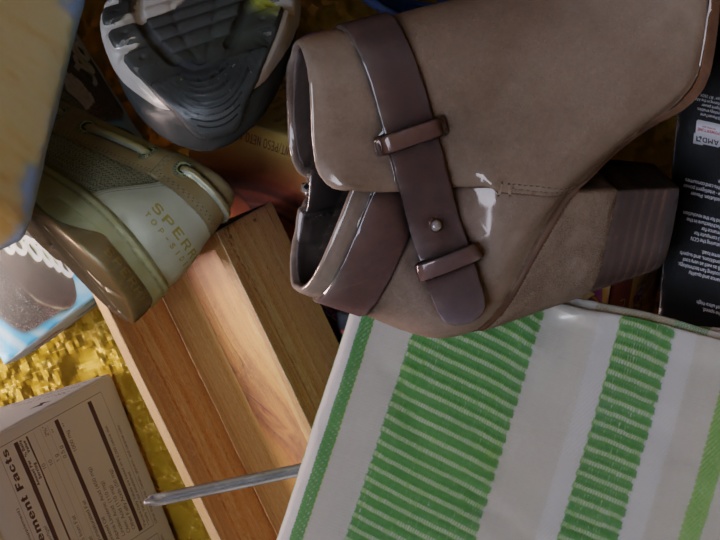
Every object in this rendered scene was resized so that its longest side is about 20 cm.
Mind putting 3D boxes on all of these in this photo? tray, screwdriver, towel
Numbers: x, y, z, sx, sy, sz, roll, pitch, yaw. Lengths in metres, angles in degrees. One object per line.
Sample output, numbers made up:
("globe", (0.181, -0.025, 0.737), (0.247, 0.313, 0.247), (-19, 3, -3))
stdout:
("tray", (-0.031, 0.079, 0.979), (0.098, 0.037, 0.201), (-19, 97, 50))
("screwdriver", (0.013, 0.069, 0.924), (0.198, 0.029, 0.028), (-12, 97, 11))
("towel", (0.074, 0.081, 0.876), (0.198, 0.023, 0.154), (14, 76, 19))

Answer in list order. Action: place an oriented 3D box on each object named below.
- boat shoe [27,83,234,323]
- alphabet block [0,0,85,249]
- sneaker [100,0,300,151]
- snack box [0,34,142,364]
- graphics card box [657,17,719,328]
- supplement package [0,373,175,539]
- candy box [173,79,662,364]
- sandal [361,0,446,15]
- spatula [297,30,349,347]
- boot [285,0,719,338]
("boat shoe", (-0.116, -0.045, 0.975), (0.073, 0.063, 0.200), (55, 170, -31))
("alphabet block", (-0.238, -0.116, 0.913), (0.196, 0.199, 0.197), (-17, 54, 43))
("sneaker", (-0.056, -0.083, 0.916), (0.074, 0.200, 0.085), (-12, 117, -1))
("snack box", (-0.171, -0.072, 1.087), (0.116, 0.037, 0.201), (-34, 87, 34))
("graphics card box", (0.178, -0.030, 0.879), (0.125, 0.051, 0.202), (13, 114, 28))
("supplement package", (-0.194, 0.158, 1.136), (0.199, 0.111, 0.157), (-18, 97, 34))
("candy box", (0.021, 0.005, 0.983), (0.199, 0.056, 0.118), (21, 118, 26))
("sandal", (0.008, -0.139, 0.925), (0.199, 0.087, 0.080), (35, 123, 19))
("spatula", (0.000, 0.000, 0.947), (0.056, 0.021, 0.202), (12, 116, 29))
("boot", (0.047, -0.073, 0.847), (0.070, 0.145, 0.202), (-146, 58, -69))
